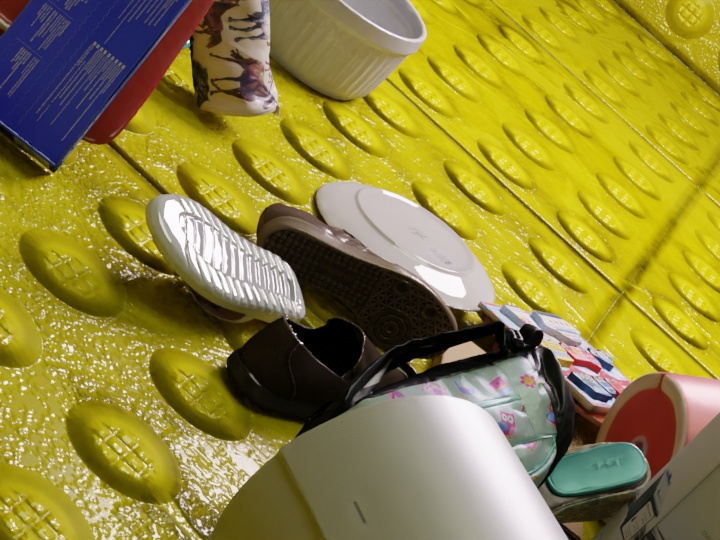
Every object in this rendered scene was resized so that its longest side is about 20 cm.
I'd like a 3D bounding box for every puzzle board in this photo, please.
[{"bbox_3d":[0.206,0.084,1.719,0.151,0.017,0.200,44,14,26],"label":"puzzle board"}]

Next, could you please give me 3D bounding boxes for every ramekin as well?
[{"bbox_3d":[-0.036,-0.276,1.960,0.200,0.105,0.200,34,22,-16],"label":"ramekin"}]

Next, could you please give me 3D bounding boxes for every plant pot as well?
[{"bbox_3d":[0.312,0.182,1.582,0.176,0.201,0.201,20,28,-21],"label":"plant pot"}]

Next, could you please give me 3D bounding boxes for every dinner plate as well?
[{"bbox_3d":[0.048,-0.031,1.715,0.199,0.024,0.200,28,23,-13],"label":"dinner plate"}]

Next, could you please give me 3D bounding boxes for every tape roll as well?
[{"bbox_3d":[0.026,0.190,1.058,0.202,0.203,0.139,18,31,-44],"label":"tape roll"}]

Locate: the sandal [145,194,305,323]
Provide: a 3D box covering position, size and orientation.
[{"bbox_3d":[-0.110,0.007,1.394,0.202,0.050,0.083,33,34,-52],"label":"sandal"}]

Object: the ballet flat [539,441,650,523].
[{"bbox_3d":[0.133,0.177,1.419,0.199,0.071,0.071,-5,41,-19],"label":"ballet flat"}]

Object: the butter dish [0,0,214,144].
[{"bbox_3d":[-0.239,-0.225,1.485,0.199,0.201,0.148,35,-9,-9],"label":"butter dish"}]

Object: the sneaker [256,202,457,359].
[{"bbox_3d":[0.000,0.000,1.548,0.199,0.071,0.076,33,22,-19],"label":"sneaker"}]

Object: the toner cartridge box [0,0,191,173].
[{"bbox_3d":[-0.211,-0.183,1.389,0.095,0.200,0.043,39,-11,-7],"label":"toner cartridge box"}]

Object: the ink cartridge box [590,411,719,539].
[{"bbox_3d":[0.270,0.229,1.383,0.146,0.200,0.086,38,22,-8],"label":"ink cartridge box"}]

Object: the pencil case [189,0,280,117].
[{"bbox_3d":[-0.115,-0.240,1.663,0.089,0.201,0.078,-6,16,-17],"label":"pencil case"}]

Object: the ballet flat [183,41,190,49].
[{"bbox_3d":[-0.178,-0.244,1.715,0.067,0.070,0.200,37,22,-7],"label":"ballet flat"}]

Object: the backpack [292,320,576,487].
[{"bbox_3d":[0.047,0.131,1.262,0.199,0.167,0.127,-10,57,-44],"label":"backpack"}]

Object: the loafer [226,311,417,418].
[{"bbox_3d":[-0.011,0.078,1.381,0.199,0.071,0.073,12,36,-50],"label":"loafer"}]

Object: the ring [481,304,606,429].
[{"bbox_3d":[0.193,0.101,1.708,0.200,0.019,0.201,35,14,-10],"label":"ring"}]

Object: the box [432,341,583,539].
[{"bbox_3d":[0.125,0.140,1.552,0.163,0.021,0.200,38,22,-9],"label":"box"}]
